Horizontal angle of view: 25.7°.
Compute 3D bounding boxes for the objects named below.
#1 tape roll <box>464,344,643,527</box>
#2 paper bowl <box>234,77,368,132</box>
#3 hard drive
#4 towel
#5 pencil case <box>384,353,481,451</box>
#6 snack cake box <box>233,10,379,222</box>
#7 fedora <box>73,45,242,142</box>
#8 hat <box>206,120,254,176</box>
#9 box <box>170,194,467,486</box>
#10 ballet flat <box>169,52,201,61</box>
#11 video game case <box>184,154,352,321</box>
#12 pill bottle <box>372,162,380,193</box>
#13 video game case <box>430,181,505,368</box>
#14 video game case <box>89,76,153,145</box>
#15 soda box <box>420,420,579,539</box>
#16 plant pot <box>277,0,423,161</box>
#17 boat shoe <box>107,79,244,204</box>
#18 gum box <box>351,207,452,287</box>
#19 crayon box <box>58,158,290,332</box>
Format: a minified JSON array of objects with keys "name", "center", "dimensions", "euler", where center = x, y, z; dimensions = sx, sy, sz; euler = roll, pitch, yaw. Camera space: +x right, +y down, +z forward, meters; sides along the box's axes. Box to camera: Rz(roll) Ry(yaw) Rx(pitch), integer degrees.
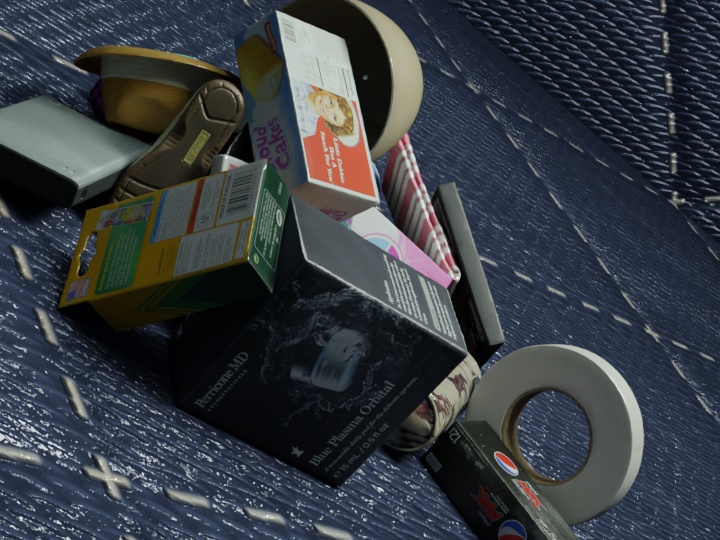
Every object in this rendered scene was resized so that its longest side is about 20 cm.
[{"name":"tape roll","center":[0.208,0.181,1.718],"dimensions":[0.203,0.203,0.037],"euler":[50,22,21]},{"name":"paper bowl","center":[-0.074,-0.197,1.952],"dimensions":[0.201,0.200,0.104],"euler":[-68,144,-69]},{"name":"hard drive","center":[-0.307,-0.123,1.593],"dimensions":[0.139,0.033,0.200],"euler":[26,18,7]},{"name":"towel","center":[0.075,-0.052,1.904],"dimensions":[0.146,0.030,0.200],"euler":[104,-33,-70]},{"name":"pencil case","center":[0.070,0.135,1.734],"dimensions":[0.089,0.078,0.200],"euler":[29,17,12]},{"name":"snack cake box","center":[-0.057,-0.158,1.650],"dimensions":[0.115,0.067,0.200],"euler":[15,57,-50]},{"name":"fedora","center":[-0.218,-0.182,1.710],"dimensions":[0.200,0.082,0.201],"euler":[8,-6,1]},{"name":"hat","center":[-0.148,-0.090,1.701],"dimensions":[0.081,0.201,0.201],"euler":[21,14,19]},{"name":"box","center":[-0.042,0.070,1.492],"dimensions":[0.200,0.197,0.117],"euler":[31,24,-27]},{"name":"ballet flat","center":[-0.187,-0.218,2.014],"dimensions":[0.200,0.068,0.068],"euler":[19,38,-45]},{"name":"video game case","center":[-0.090,-0.005,1.640],"dimensions":[0.200,0.024,0.182],"euler":[20,74,-45]},{"name":"pill bottle","center":[-0.043,-0.078,1.914],"dimensions":[0.114,0.114,0.200],"euler":[40,20,-5]},{"name":"video game case","center":[0.118,0.013,1.901],"dimensions":[0.181,0.025,0.200],"euler":[113,-39,-74]},{"name":"video game case","center":[-0.209,-0.128,1.826],"dimensions":[0.181,0.036,0.200],"euler":[20,29,-43]},{"name":"soda box","center":[0.155,0.252,1.672],"dimensions":[0.200,0.063,0.071],"euler":[53,22,26]},{"name":"plant pot","center":[-0.006,-0.210,1.790],"dimensions":[0.200,0.200,0.134],"euler":[50,31,21]},{"name":"boat shoe","center":[-0.193,-0.108,1.628],"dimensions":[0.072,0.200,0.076],"euler":[42,-8,-17]},{"name":"gum box","center":[0.000,0.000,1.783],"dimensions":[0.200,0.114,0.066],"euler":[41,-17,-23]},{"name":"crayon box","center":[-0.168,-0.019,1.443],"dimensions":[0.052,0.200,0.126],"euler":[55,31,-41]}]
